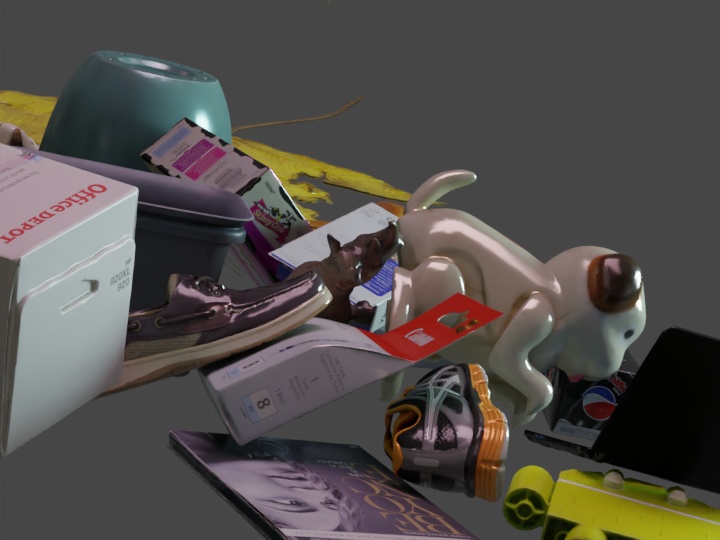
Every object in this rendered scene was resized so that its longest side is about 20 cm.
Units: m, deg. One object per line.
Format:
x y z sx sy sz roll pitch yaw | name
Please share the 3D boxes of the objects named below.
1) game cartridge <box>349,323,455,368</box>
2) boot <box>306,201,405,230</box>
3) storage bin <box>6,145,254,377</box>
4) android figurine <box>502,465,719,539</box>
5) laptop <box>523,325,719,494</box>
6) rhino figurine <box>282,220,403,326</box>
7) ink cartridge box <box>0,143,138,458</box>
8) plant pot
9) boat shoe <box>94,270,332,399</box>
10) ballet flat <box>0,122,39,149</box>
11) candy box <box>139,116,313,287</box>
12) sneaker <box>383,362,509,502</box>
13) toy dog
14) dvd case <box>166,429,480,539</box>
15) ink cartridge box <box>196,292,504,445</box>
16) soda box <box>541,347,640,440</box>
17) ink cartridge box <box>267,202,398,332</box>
0.049 0.036 1.921 0.199 0.041 0.133 1 36 -40 | game cartridge
-0.018 -0.034 2.168 0.144 0.071 0.201 12 16 -22 | boot
-0.197 -0.006 1.667 0.199 0.135 0.146 11 11 -14 | storage bin
0.186 0.174 1.482 0.181 0.041 0.200 15 13 9 | android figurine
0.242 0.104 1.586 0.177 0.104 0.200 17 -3 -16 | laptop
-0.031 0.023 1.653 0.087 0.200 0.060 -11 65 -46 | rhino figurine
-0.268 0.005 1.436 0.199 0.145 0.147 18 27 21 | ink cartridge box
-0.215 -0.122 2.147 0.200 0.162 0.201 12 11 -2 | plant pot
-0.119 0.033 1.528 0.199 0.065 0.072 -20 5 -4 | boat shoe
-0.362 -0.119 2.209 0.067 0.063 0.200 17 12 17 | ballet flat
-0.108 -0.051 1.996 0.137 0.061 0.200 56 -13 -30 | candy box
0.051 0.107 1.540 0.077 0.079 0.200 4 6 -7 | sneaker
0.120 0.028 1.708 0.199 0.195 0.140 7 -26 0 | toy dog
-0.022 0.147 1.429 0.148 0.016 0.200 8 13 -29 | dvd case
-0.012 0.049 1.531 0.199 0.047 0.160 -26 8 -6 | ink cartridge box
0.185 0.085 1.850 0.070 0.064 0.200 12 11 -5 | soda box
0.000 0.000 1.863 0.099 0.039 0.200 32 25 17 | ink cartridge box
